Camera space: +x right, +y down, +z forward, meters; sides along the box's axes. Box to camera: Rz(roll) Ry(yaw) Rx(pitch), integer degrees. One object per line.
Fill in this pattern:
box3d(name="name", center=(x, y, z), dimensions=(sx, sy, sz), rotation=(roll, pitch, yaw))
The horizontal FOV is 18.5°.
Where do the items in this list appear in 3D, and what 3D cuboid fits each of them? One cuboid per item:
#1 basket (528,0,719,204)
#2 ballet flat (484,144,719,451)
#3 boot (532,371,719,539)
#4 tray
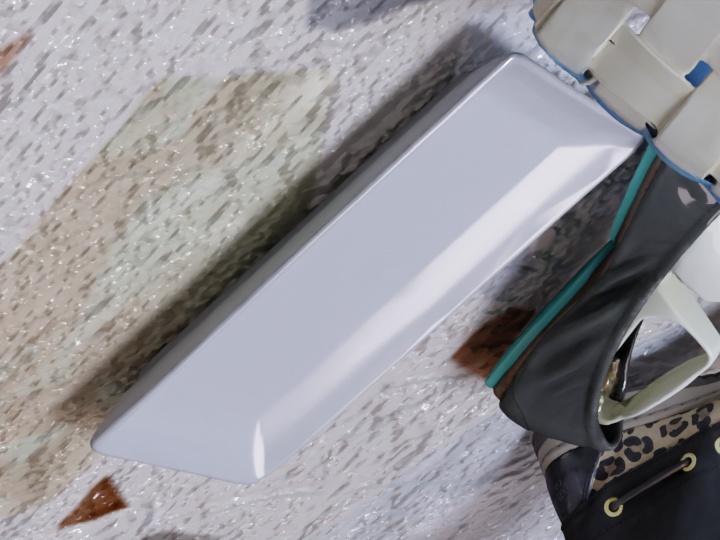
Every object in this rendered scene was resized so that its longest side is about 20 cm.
box3d(name="basket", center=(0.137, -0.105, 0.636), dimensions=(0.176, 0.139, 0.200), rotation=(-51, -178, 31))
box3d(name="ballet flat", center=(0.116, -0.002, 0.827), dimensions=(0.068, 0.068, 0.200), rotation=(-48, 171, -44))
box3d(name="boot", center=(0.181, 0.114, 0.941), dimensions=(0.199, 0.151, 0.073), rotation=(-12, 153, 7))
box3d(name="tray", center=(0.000, 0.000, 0.761), dimensions=(0.200, 0.022, 0.107), rotation=(-42, 152, 16))
